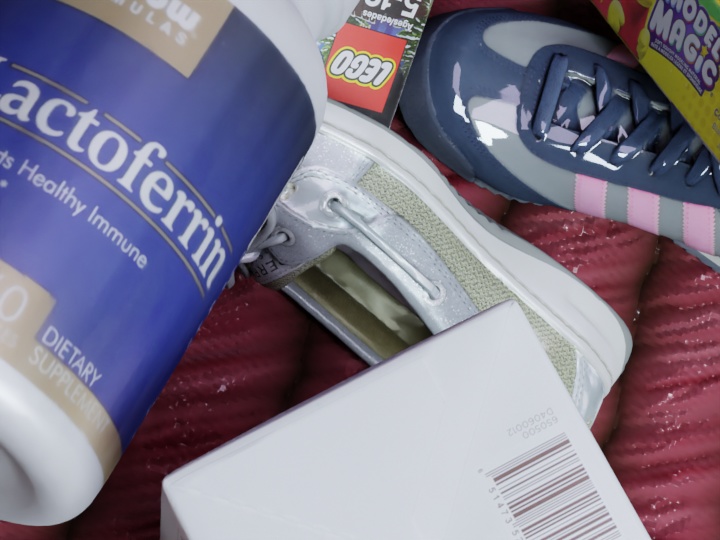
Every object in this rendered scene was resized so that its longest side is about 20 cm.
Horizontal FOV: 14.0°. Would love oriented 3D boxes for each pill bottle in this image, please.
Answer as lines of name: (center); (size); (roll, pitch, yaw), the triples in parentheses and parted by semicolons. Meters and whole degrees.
pill bottle: (-0.080, -0.038, 0.845); (0.116, 0.116, 0.200); (38, 66, -19)

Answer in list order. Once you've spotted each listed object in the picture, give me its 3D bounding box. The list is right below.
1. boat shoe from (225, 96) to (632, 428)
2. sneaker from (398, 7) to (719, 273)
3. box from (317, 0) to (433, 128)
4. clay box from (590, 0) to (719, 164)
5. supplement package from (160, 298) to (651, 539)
boat shoe: (0.000, 0.001, 0.961); (0.202, 0.074, 0.065); (35, 65, -24)
sneaker: (0.111, -0.046, 1.024); (0.200, 0.082, 0.070); (18, 76, -25)
box: (-0.060, -0.135, 0.937); (0.200, 0.038, 0.137); (14, 101, -27)
clay box: (0.156, -0.076, 1.003); (0.115, 0.200, 0.048); (1, 126, -29)
supplement package: (0.013, 0.100, 0.857); (0.109, 0.200, 0.114); (-27, 81, -10)
